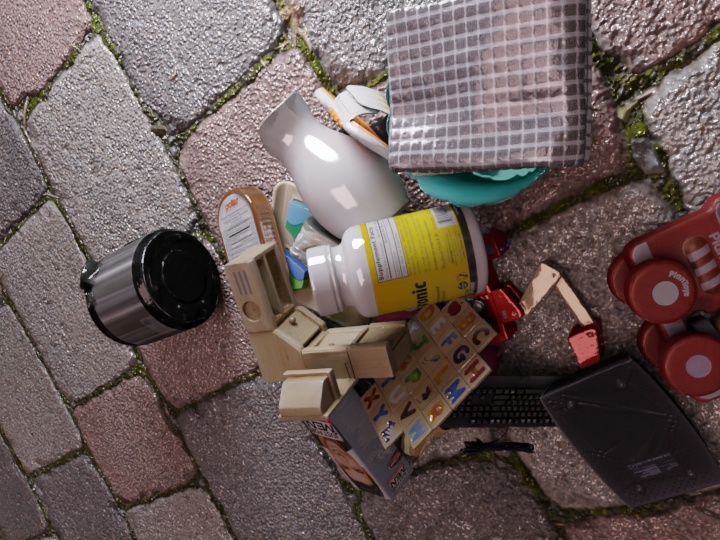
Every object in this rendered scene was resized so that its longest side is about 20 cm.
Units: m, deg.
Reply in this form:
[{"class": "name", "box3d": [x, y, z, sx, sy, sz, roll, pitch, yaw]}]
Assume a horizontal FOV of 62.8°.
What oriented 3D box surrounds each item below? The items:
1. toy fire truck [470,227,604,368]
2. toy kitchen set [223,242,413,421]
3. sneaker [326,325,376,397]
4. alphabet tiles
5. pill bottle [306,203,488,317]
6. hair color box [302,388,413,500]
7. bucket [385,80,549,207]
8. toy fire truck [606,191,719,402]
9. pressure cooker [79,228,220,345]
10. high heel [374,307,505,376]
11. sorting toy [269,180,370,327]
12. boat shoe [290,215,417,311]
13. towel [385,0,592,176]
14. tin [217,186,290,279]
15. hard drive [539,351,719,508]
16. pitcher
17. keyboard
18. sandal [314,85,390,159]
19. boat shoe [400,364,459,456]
[{"class": "toy fire truck", "box3d": [0.212, 0.031, 0.751, 0.140, 0.049, 0.201, -20, 93, 32]}, {"class": "toy kitchen set", "box3d": [-0.069, 0.067, 0.742, 0.199, 0.163, 0.182, -8, 108, 27]}, {"class": "sneaker", "box3d": [-0.019, 0.127, 0.896, 0.200, 0.083, 0.072, 37, 136, 18]}, {"class": "alphabet tiles", "box3d": [0.081, 0.125, 0.756, 0.006, 0.167, 0.200, 37, 100, -32]}, {"class": "pill bottle", "box3d": [0.041, -0.007, 0.698, 0.198, 0.111, 0.112, -12, 100, 1]}, {"class": "hair color box", "box3d": [-0.016, 0.247, 0.887, 0.099, 0.061, 0.201, -6, 123, 52]}, {"class": "bucket", "box3d": [0.142, -0.180, 0.677, 0.206, 0.135, 0.209, 9, 108, 28]}, {"class": "toy fire truck", "box3d": [0.377, 0.032, 0.632, 0.167, 0.112, 0.201, -26, 92, 14]}, {"class": "pressure cooker", "box3d": [-0.364, 0.035, 1.006, 0.199, 0.178, 0.177, -20, 97, 32]}, {"class": "high heel", "box3d": [0.094, 0.102, 0.811, 0.199, 0.096, 0.068, 21, 114, 23]}, {"class": "sorting toy", "box3d": [-0.063, -0.021, 0.900, 0.199, 0.036, 0.187, 22, 114, 23]}, {"class": "boat shoe", "box3d": [-0.001, 0.000, 0.825, 0.201, 0.075, 0.065, 30, 115, -9]}, {"class": "towel", "box3d": [0.114, -0.175, 0.564, 0.199, 0.085, 0.167, 1, 105, 29]}, {"class": "tin", "box3d": [-0.171, -0.034, 0.936, 0.111, 0.042, 0.202, -19, 86, 40]}, {"class": "hard drive", "box3d": [0.326, 0.193, 0.713, 0.135, 0.042, 0.200, -34, 102, 32]}, {"class": "pitcher", "box3d": [-0.035, -0.123, 0.802, 0.200, 0.172, 0.121, 43, 83, 6]}, {"class": "keyboard", "box3d": [0.195, 0.190, 0.756, 0.198, 0.021, 0.128, 2, 115, -10]}, {"class": "sandal", "box3d": [-0.001, -0.207, 0.748, 0.059, 0.079, 0.207, -52, 41, 15]}, {"class": "boat shoe", "box3d": [0.103, 0.210, 0.829, 0.076, 0.072, 0.201, 15, 140, 12]}]
